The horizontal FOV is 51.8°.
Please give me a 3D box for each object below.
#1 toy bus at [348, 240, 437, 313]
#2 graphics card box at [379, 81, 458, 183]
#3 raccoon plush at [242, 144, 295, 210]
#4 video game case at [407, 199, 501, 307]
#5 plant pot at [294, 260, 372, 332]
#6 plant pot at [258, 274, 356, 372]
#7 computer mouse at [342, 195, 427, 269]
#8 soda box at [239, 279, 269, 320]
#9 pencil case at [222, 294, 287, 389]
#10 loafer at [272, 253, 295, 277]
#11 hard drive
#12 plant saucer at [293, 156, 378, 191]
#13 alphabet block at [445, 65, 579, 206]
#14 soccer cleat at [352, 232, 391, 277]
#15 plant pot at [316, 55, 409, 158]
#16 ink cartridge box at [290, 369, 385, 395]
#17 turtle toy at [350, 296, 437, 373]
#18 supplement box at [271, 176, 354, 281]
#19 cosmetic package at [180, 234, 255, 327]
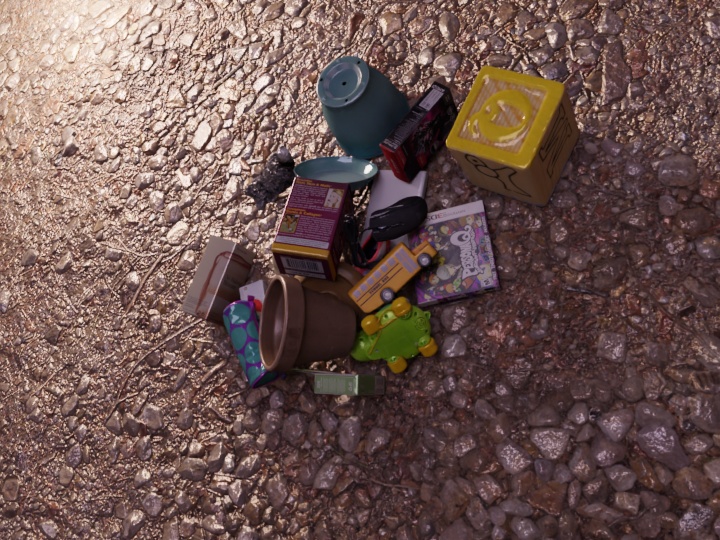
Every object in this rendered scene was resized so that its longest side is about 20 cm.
[{"bbox_3d":[0.072,0.007,1.579,0.200,0.065,0.078,-44,84,6],"label":"toy bus"},{"bbox_3d":[0.138,-0.310,1.675,0.051,0.126,0.200,33,78,33],"label":"graphics card box"},{"bbox_3d":[-0.228,-0.232,1.805,0.134,0.200,0.097,-39,71,-8],"label":"raccoon plush"},{"bbox_3d":[0.198,-0.037,1.611,0.180,0.036,0.202,-13,72,16],"label":"video game case"},{"bbox_3d":[-0.071,0.075,1.657,0.198,0.027,0.202,3,104,13],"label":"plant pot"},{"bbox_3d":[-0.106,0.118,1.564,0.200,0.173,0.202,-172,90,-69],"label":"plant pot"},{"bbox_3d":[0.066,-0.073,1.596,0.198,0.142,0.046,-17,24,-15],"label":"computer mouse"},{"bbox_3d":[-0.230,0.129,1.752,0.068,0.064,0.202,-20,66,17],"label":"soda box"},{"bbox_3d":[-0.239,0.162,1.661,0.092,0.085,0.201,-43,61,24],"label":"pencil case"},{"bbox_3d":[-0.142,0.032,1.742,0.075,0.068,0.201,-25,73,-27],"label":"loafer"},{"bbox_3d":[0.077,-0.134,1.717,0.131,0.026,0.202,5,75,26],"label":"hard drive"},{"bbox_3d":[-0.058,-0.223,1.746,0.199,0.200,0.036,15,120,28],"label":"plant saucer"},{"bbox_3d":[0.322,-0.277,1.551,0.194,0.200,0.198,21,82,28],"label":"alphabet block"},{"bbox_3d":[0.000,0.000,1.666,0.067,0.076,0.201,36,102,25],"label":"soccer cleat"},{"bbox_3d":[-0.008,-0.396,1.748,0.198,0.188,0.202,-9,68,22],"label":"plant pot"},{"bbox_3d":[-0.064,0.239,1.590,0.198,0.145,0.048,-1,82,25],"label":"ink cartridge box"},{"bbox_3d":[0.063,0.136,1.583,0.199,0.101,0.146,-30,108,12],"label":"turtle toy"},{"bbox_3d":[-0.101,-0.092,1.623,0.130,0.103,0.201,9,60,13],"label":"supplement box"},{"bbox_3d":[-0.346,0.027,1.819,0.087,0.103,0.202,16,82,26],"label":"cosmetic package"}]
